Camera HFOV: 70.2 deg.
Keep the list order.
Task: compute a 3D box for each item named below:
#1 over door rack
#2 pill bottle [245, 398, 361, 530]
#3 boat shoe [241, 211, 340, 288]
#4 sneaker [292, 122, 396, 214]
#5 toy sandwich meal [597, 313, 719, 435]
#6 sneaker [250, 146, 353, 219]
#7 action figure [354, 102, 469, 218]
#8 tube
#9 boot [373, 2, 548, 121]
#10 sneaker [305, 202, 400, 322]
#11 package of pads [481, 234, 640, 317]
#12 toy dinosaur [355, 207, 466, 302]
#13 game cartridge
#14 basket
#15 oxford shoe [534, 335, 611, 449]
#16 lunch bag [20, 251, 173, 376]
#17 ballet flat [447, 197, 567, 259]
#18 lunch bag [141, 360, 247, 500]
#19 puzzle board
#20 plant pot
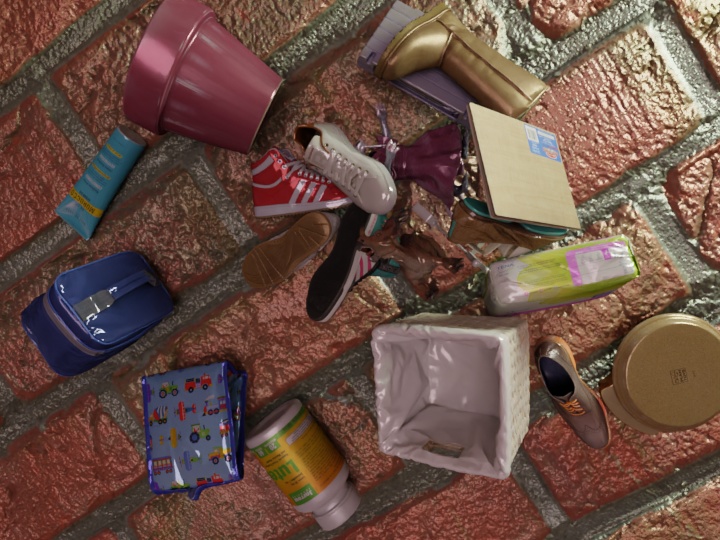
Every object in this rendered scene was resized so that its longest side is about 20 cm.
[{"bbox_3d":[0.187,-0.086,0.754,0.148,0.067,0.200,-49,134,8],"label":"over door rack"},{"bbox_3d":[-0.090,0.327,0.859,0.111,0.111,0.200,-36,93,8],"label":"pill bottle"},{"bbox_3d":[-0.110,-0.032,0.839,0.200,0.069,0.071,-29,89,29],"label":"boat shoe"},{"bbox_3d":[-0.032,-0.146,0.741,0.200,0.085,0.073,47,126,31],"label":"sneaker"},{"bbox_3d":[0.482,0.164,0.813,0.204,0.070,0.206,0,93,3],"label":"toy sandwich meal"},{"bbox_3d":[-0.082,-0.149,0.819,0.199,0.071,0.113,-7,100,8],"label":"sneaker"},{"bbox_3d":[0.069,-0.170,0.806,0.199,0.134,0.149,1,136,14],"label":"action figure"},{"bbox_3d":[-0.439,-0.150,0.867,0.077,0.050,0.200,43,104,6],"label":"tube"},{"bbox_3d":[0.143,-0.270,0.717,0.200,0.066,0.175,43,71,4],"label":"boot"},{"bbox_3d":[0.000,0.000,0.804,0.084,0.121,0.200,22,84,46],"label":"sneaker"},{"bbox_3d":[0.287,0.015,0.760,0.199,0.155,0.068,-13,75,7],"label":"package of pads"},{"bbox_3d":[0.080,-0.030,0.762,0.136,0.200,0.086,44,101,12],"label":"toy dinosaur"},{"bbox_3d":[0.111,-0.313,0.775,0.200,0.038,0.130,30,68,1],"label":"game cartridge"},{"bbox_3d":[0.141,0.167,0.766,0.198,0.161,0.201,1,98,31],"label":"basket"},{"bbox_3d":[0.332,0.206,0.816,0.071,0.073,0.200,-32,89,32],"label":"oxford shoe"},{"bbox_3d":[-0.400,0.058,0.816,0.132,0.200,0.136,-32,96,26],"label":"lunch bag"},{"bbox_3d":[0.197,-0.050,0.703,0.200,0.068,0.072,3,131,-34],"label":"ballet flat"},{"bbox_3d":[-0.268,0.265,0.833,0.150,0.094,0.201,-11,64,6],"label":"lunch bag"},{"bbox_3d":[0.219,-0.131,0.683,0.017,0.200,0.151,-25,69,47],"label":"puzzle board"},{"bbox_3d":[-0.223,-0.271,0.766,0.179,0.200,0.200,26,99,-15],"label":"plant pot"}]
